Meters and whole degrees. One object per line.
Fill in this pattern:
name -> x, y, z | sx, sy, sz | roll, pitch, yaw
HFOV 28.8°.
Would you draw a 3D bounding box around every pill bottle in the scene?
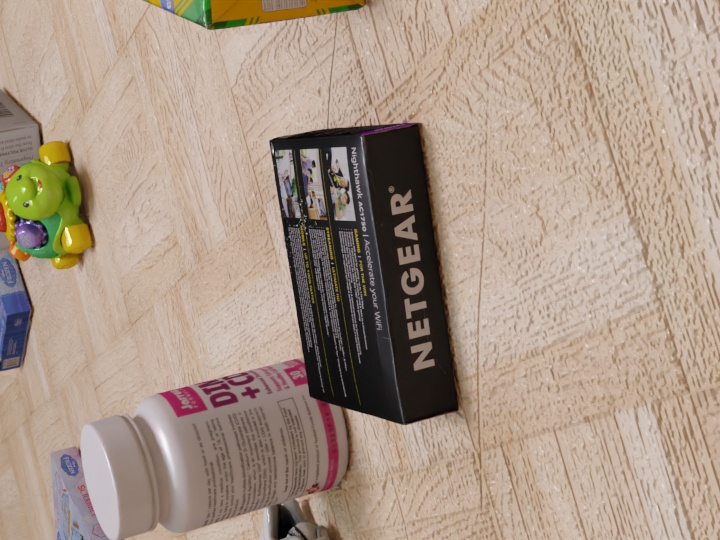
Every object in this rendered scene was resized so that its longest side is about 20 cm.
pill bottle -> -0.120, 0.148, 1.150 | 0.113, 0.198, 0.115 | 37, 134, 53

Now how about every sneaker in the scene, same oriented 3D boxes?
sneaker -> -0.041, 0.268, 1.200 | 0.200, 0.074, 0.082 | 38, 125, 53

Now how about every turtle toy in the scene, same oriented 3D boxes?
turtle toy -> -0.400, -0.081, 1.745 | 0.200, 0.100, 0.147 | -35, 70, 63

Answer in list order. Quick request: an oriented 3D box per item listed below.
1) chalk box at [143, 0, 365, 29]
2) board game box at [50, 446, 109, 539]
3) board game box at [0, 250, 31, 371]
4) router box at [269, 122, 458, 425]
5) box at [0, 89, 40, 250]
chalk box -> -0.095, -0.254, 1.004 | 0.200, 0.123, 0.126 | 31, 128, 57
board game box -> -0.393, 0.393, 2.016 | 0.200, 0.041, 0.202 | 50, 143, 44
board game box -> -0.576, 0.027, 2.230 | 0.201, 0.043, 0.200 | 68, 153, 23
router box -> 0.000, 0.000, 1.005 | 0.149, 0.051, 0.202 | 8, 108, 62
box -> -0.552, -0.131, 1.924 | 0.199, 0.198, 0.173 | 37, 135, 52
